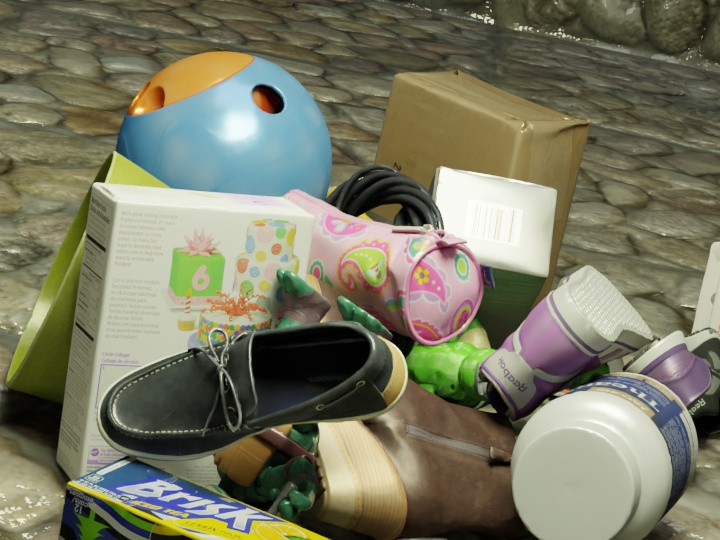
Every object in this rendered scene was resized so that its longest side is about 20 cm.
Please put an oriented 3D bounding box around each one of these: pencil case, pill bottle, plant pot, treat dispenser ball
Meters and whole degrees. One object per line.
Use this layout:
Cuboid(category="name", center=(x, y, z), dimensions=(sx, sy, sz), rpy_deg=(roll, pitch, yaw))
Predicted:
Cuboid(category="pencil case", center=(0.003, -0.005, 1.516), dimensions=(0.087, 0.088, 0.199), rpy_deg=(-4, 14, -41))
Cuboid(category="pill bottle", center=(0.166, 0.135, 1.407), dimensions=(0.110, 0.112, 0.200), rpy_deg=(16, 8, 16))
Cuboid(category="plant pot", center=(-0.132, 0.041, 1.499), dimensions=(0.199, 0.188, 0.187), rpy_deg=(26, 14, -11))
Cuboid(category="treat dispenser ball", center=(-0.125, -0.100, 1.870), dimensions=(0.199, 0.202, 0.201), rpy_deg=(10, 17, -3))

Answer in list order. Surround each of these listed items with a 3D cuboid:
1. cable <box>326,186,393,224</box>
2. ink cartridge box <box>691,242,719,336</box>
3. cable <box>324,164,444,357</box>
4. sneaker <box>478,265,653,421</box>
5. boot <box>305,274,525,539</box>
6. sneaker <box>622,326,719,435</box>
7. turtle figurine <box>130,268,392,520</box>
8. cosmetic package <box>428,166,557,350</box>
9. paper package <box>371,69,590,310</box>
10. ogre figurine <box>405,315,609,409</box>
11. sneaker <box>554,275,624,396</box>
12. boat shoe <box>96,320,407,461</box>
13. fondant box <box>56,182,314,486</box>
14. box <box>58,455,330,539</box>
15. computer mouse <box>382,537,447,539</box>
Cuboid(category="cable", center=(0.026, -0.015, 1.882), dimensions=(0.050, 0.098, 0.200), rpy_deg=(-21, 31, -34))
Cuboid(category="ink cartridge box", center=(0.380, 0.058, 1.840), dimensions=(0.199, 0.117, 0.067), rpy_deg=(22, 20, 33))
Cuboid(category="cable", center=(0.000, 0.000, 1.618), dimensions=(0.051, 0.201, 0.163), rpy_deg=(30, -27, -32))
Cuboid(category="sneaker", center=(0.144, 0.058, 1.511), dimensions=(0.073, 0.114, 0.200), rpy_deg=(51, 18, 15))
Cuboid(category="boot", center=(0.027, 0.100, 1.438), dimensions=(0.165, 0.072, 0.201), rpy_deg=(7, 56, -29))
Cuboid(category="sneaker", center=(0.286, 0.105, 1.745), dimensions=(0.088, 0.076, 0.200), rpy_deg=(54, 18, 15))
Cuboid(category="turtle figurine", center=(-0.068, 0.104, 1.331), dimensions=(0.149, 0.201, 0.101), rpy_deg=(28, -11, 24))
Cuboid(category="cosmetic package", center=(0.094, -0.001, 1.711), dimensions=(0.106, 0.091, 0.200), rpy_deg=(10, -22, -5))
Cuboid(category="paper package", center=(0.103, -0.074, 1.936), dimensions=(0.103, 0.201, 0.190), rpy_deg=(-5, 24, -43))
Cuboid(category="ogre figurine", center=(0.088, 0.078, 1.612), dimensions=(0.199, 0.099, 0.120), rpy_deg=(27, 19, 36))
Cuboid(category="sneaker", center=(0.191, 0.057, 1.776), dimensions=(0.077, 0.082, 0.200), rpy_deg=(8, 17, -12))
Cuboid(category="boat shoe", center=(-0.071, 0.070, 1.263), dimensions=(0.199, 0.075, 0.062), rpy_deg=(-9, -26, 10))
Cuboid(category="fondant box", center=(-0.120, 0.048, 1.390), dimensions=(0.143, 0.201, 0.058), rpy_deg=(4, 14, -25))
Cuboid(category="box", center=(-0.084, 0.180, 1.223), dimensions=(0.199, 0.065, 0.070), rpy_deg=(20, 19, 24))
Cuboid(category="computer mouse", center=(0.098, 0.209, 1.297), dimensions=(0.199, 0.046, 0.140), rpy_deg=(-2, 15, -24))
